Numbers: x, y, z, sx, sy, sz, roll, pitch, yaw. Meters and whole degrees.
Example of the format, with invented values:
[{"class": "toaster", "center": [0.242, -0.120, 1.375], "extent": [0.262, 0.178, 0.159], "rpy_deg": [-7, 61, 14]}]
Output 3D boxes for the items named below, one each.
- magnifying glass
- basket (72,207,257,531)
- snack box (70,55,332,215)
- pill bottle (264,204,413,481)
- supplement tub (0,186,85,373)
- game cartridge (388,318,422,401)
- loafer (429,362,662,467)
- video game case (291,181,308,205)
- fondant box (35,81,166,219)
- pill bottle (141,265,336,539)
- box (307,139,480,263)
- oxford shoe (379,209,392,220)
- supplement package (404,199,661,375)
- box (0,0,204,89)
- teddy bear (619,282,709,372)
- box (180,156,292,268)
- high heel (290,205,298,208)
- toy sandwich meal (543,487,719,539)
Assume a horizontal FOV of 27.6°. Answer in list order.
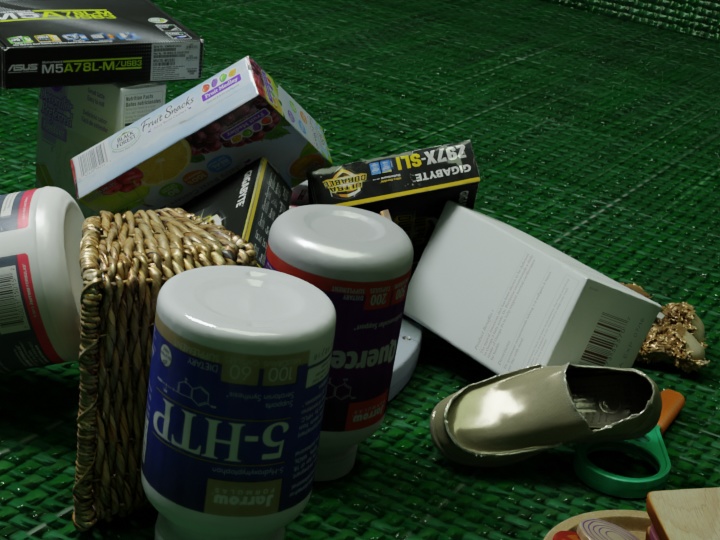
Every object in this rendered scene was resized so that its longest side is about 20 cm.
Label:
[{"class": "magnifying glass", "center": [0.243, 0.147, 1.271], "extent": [0.079, 0.023, 0.200], "rpy_deg": [17, 25, 23]}, {"class": "basket", "center": [-0.176, 0.062, 1.071], "extent": [0.148, 0.202, 0.142], "rpy_deg": [-13, 26, -40]}, {"class": "snack box", "center": [-0.146, -0.100, 1.359], "extent": [0.142, 0.199, 0.053], "rpy_deg": [39, 29, -55]}, {"class": "pill bottle", "center": [-0.027, 0.058, 1.138], "extent": [0.111, 0.201, 0.113], "rpy_deg": [8, 22, -3]}, {"class": "supplement tub", "center": [-0.316, 0.017, 1.168], "extent": [0.198, 0.141, 0.141], "rpy_deg": [-10, 21, 3]}, {"class": "game cartridge", "center": [-0.025, 0.080, 1.315], "extent": [0.132, 0.041, 0.200], "rpy_deg": [14, 22, 22]}, {"class": "loafer", "center": [0.154, 0.109, 1.199], "extent": [0.198, 0.068, 0.076], "rpy_deg": [-10, 65, -9]}, {"class": "video game case", "center": [0.007, -0.075, 1.610], "extent": [0.180, 0.024, 0.200], "rpy_deg": [5, -9, -8]}, {"class": "fondant box", "center": [-0.264, -0.107, 1.470], "extent": [0.058, 0.202, 0.144], "rpy_deg": [-13, 29, -43]}, {"class": "pill bottle", "center": [-0.086, 0.109, 0.987], "extent": [0.119, 0.202, 0.120], "rpy_deg": [7, 21, -3]}, {"class": "box", "center": [0.030, -0.055, 1.445], "extent": [0.158, 0.050, 0.200], "rpy_deg": [-10, -19, -5]}, {"class": "oxford shoe", "center": [0.000, 0.000, 1.393], "extent": [0.071, 0.072, 0.200], "rpy_deg": [-10, -17, -12]}, {"class": "supplement package", "center": [0.152, 0.034, 1.346], "extent": [0.117, 0.118, 0.200], "rpy_deg": [17, 11, -42]}, {"class": "box", "center": [-0.278, -0.228, 1.431], "extent": [0.199, 0.048, 0.193], "rpy_deg": [-6, 28, -26]}, {"class": "teddy bear", "center": [0.256, 0.053, 1.468], "extent": [0.198, 0.067, 0.145], "rpy_deg": [12, 30, -9]}, {"class": "box", "center": [-0.144, 0.001, 1.268], "extent": [0.159, 0.049, 0.201], "rpy_deg": [-30, 26, 22]}, {"class": "high heel", "center": [-0.040, -0.044, 1.585], "extent": [0.198, 0.068, 0.096], "rpy_deg": [2, 14, -8]}, {"class": "toy sandwich meal", "center": [0.228, 0.205, 1.043], "extent": [0.203, 0.071, 0.205], "rpy_deg": [7, 21, -3]}]
